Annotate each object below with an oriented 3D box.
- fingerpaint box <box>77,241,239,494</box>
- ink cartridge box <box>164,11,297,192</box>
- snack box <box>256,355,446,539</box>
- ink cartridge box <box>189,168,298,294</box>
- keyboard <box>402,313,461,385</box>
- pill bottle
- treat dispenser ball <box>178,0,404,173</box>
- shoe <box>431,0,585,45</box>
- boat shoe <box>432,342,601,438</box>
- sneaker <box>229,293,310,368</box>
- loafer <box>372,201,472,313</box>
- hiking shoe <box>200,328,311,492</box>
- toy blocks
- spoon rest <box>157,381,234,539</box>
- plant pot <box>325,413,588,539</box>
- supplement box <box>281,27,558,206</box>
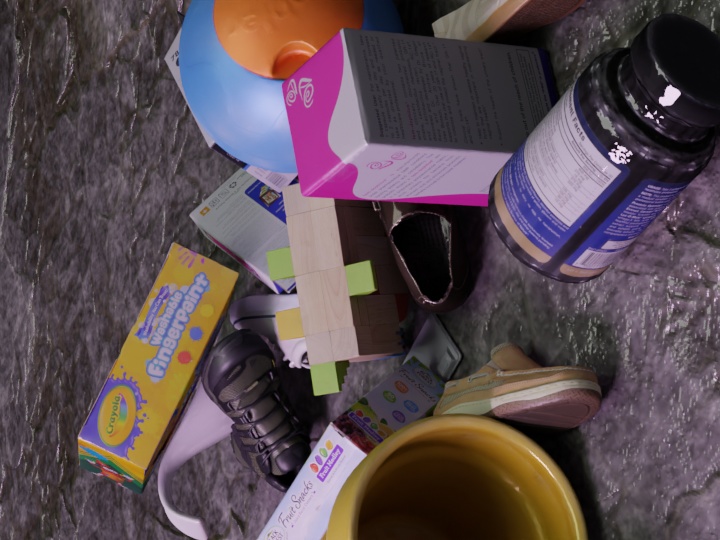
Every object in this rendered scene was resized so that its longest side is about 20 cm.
[{"bbox_3d":[-0.188,0.095,1.791,0.167,0.073,0.201,117,177,-73],"label":"fingerpaint box"},{"bbox_3d":[-0.128,-0.163,1.844,0.039,0.099,0.201,-45,41,16],"label":"ink cartridge box"},{"bbox_3d":[-0.014,0.181,1.644,0.053,0.142,0.201,39,126,10],"label":"snack box"},{"bbox_3d":[-0.076,-0.039,1.800,0.095,0.037,0.200,-43,36,-10],"label":"ink cartridge box"},{"bbox_3d":[0.036,0.128,1.703,0.201,0.011,0.056,-63,37,33],"label":"keyboard"},{"bbox_3d":[0.186,-0.088,1.391,0.200,0.111,0.113,-50,51,43],"label":"pill bottle"},{"bbox_3d":[-0.059,-0.186,1.675,0.200,0.199,0.203,-1,89,56],"label":"treat dispenser ball"},{"bbox_3d":[0.117,-0.212,1.530,0.200,0.069,0.054,-34,70,53],"label":"shoe"},{"bbox_3d":[0.118,0.093,1.534,0.199,0.071,0.077,-23,55,52],"label":"boat shoe"},{"bbox_3d":[-0.061,0.056,1.789,0.199,0.072,0.072,-5,88,57],"label":"sneaker"},{"bbox_3d":[0.047,-0.060,1.588,0.071,0.072,0.202,-73,-38,-83],"label":"loafer"},{"bbox_3d":[-0.083,0.134,1.781,0.101,0.076,0.201,38,159,35],"label":"hiking shoe"},{"bbox_3d":[0.000,0.000,1.651,0.099,0.136,0.202,-12,84,30],"label":"toy blocks"},{"bbox_3d":[-0.151,0.160,1.866,0.100,0.060,0.201,80,-159,-55],"label":"spoon rest"},{"bbox_3d":[0.057,0.235,1.527,0.189,0.199,0.203,130,131,-64],"label":"plant pot"},{"bbox_3d":[0.051,-0.116,1.511,0.101,0.199,0.104,-34,62,50],"label":"supplement box"}]
